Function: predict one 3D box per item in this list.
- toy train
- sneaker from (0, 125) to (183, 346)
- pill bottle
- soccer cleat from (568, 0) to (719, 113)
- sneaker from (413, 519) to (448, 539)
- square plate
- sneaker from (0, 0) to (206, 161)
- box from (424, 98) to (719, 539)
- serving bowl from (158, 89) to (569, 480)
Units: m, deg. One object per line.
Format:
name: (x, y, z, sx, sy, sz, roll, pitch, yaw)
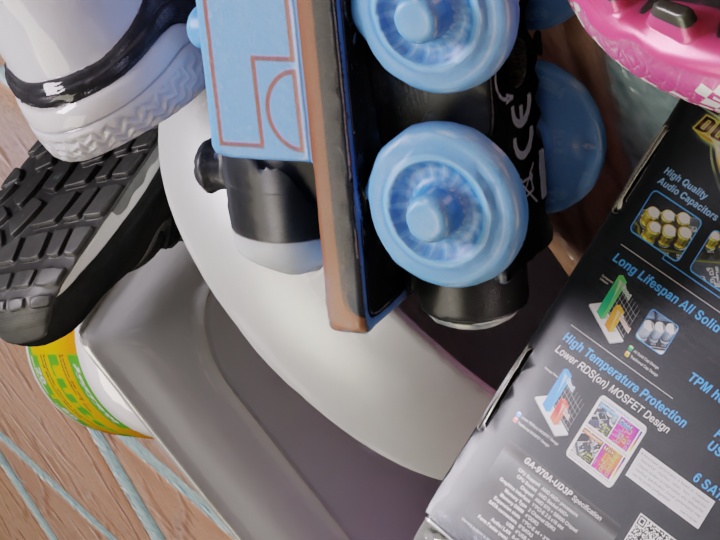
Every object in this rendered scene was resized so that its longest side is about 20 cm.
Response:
toy train: (0.001, -0.081, 0.700, 0.114, 0.087, 0.201, 6, 114, 27)
sneaker: (-0.065, -0.036, 0.950, 0.076, 0.200, 0.088, -10, 130, 40)
pill bottle: (-0.100, 0.031, 1.324, 0.111, 0.111, 0.200, 50, 164, -11)
soccer cleat: (0.125, -0.041, 0.620, 0.200, 0.070, 0.086, 29, 156, 48)
sneaker: (0.075, 0.114, 0.928, 0.072, 0.201, 0.115, -7, 118, 21)
square plate: (-0.011, 0.042, 1.052, 0.028, 0.198, 0.200, -25, 111, 33)
sneaker: (-0.095, -0.114, 0.810, 0.115, 0.075, 0.200, 59, -175, -19)
box: (0.132, 0.055, 0.670, 0.200, 0.159, 0.046, 36, -171, 34)
serving bowl: (0.000, 0.000, 0.883, 0.200, 0.066, 0.200, 43, -162, -18)
